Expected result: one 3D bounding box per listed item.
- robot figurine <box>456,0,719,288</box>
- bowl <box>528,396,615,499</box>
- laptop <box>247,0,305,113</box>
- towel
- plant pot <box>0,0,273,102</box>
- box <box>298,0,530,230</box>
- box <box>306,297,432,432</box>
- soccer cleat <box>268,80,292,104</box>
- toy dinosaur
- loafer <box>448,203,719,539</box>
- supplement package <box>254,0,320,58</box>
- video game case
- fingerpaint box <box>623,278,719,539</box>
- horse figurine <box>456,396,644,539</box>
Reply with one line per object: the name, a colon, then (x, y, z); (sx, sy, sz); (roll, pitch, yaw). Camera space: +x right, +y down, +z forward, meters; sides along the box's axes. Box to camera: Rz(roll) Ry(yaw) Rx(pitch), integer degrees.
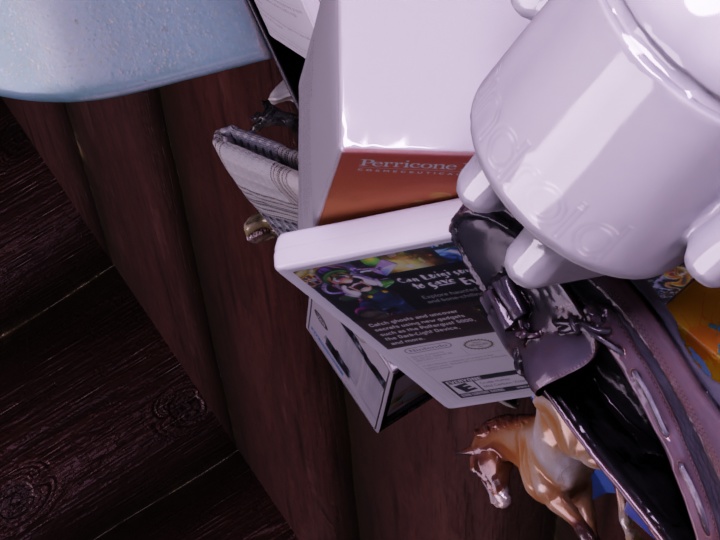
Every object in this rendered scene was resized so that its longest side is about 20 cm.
robot figurine: (0.121, -0.075, 0.972); (0.170, 0.113, 0.200); (55, 130, 19)
bowl: (0.111, 0.049, 1.476); (0.201, 0.039, 0.201); (62, -177, -6)
laptop: (-0.052, -0.191, 1.525); (0.200, 0.103, 0.178); (37, 155, 60)
towel: (0.000, 0.000, 1.520); (0.193, 0.035, 0.200); (55, 163, -28)
plant pot: (-0.172, -0.211, 1.520); (0.196, 0.199, 0.197); (-76, -35, -70)
box: (0.051, -0.074, 1.184); (0.200, 0.151, 0.107); (111, 160, -73)
box: (0.013, 0.046, 1.945); (0.117, 0.060, 0.200); (56, 168, 12)
soccer cleat: (0.011, -0.057, 1.656); (0.201, 0.077, 0.069); (59, 168, -2)
toy dinosaur: (-0.020, -0.078, 1.583); (0.088, 0.048, 0.200); (40, 139, -26)
loafer: (0.106, 0.046, 1.063); (0.200, 0.063, 0.072); (47, 148, 4)
supplement package: (-0.025, -0.225, 1.303); (0.201, 0.113, 0.110); (64, 168, -26)
video game case: (0.088, 0.012, 1.187); (0.182, 0.199, 0.023); (40, -132, -50)
fingerpaint box: (0.213, 0.098, 1.132); (0.167, 0.073, 0.200); (41, 157, 24)
horse figurine: (0.123, 0.106, 1.335); (0.133, 0.050, 0.200); (61, 158, 21)
